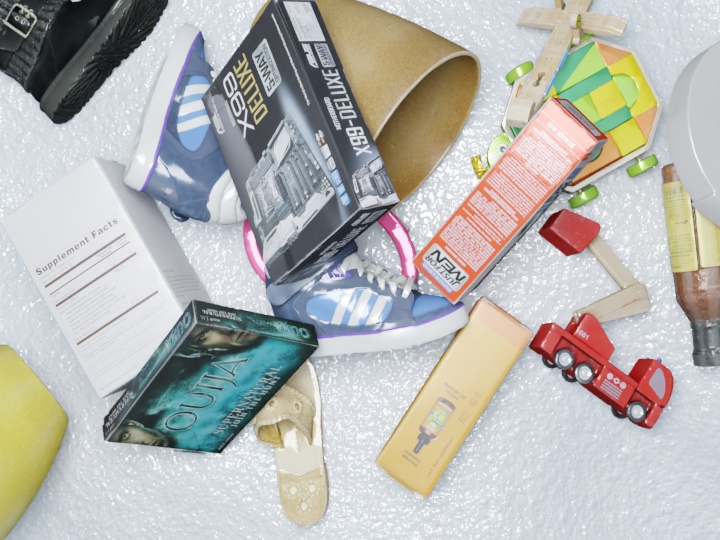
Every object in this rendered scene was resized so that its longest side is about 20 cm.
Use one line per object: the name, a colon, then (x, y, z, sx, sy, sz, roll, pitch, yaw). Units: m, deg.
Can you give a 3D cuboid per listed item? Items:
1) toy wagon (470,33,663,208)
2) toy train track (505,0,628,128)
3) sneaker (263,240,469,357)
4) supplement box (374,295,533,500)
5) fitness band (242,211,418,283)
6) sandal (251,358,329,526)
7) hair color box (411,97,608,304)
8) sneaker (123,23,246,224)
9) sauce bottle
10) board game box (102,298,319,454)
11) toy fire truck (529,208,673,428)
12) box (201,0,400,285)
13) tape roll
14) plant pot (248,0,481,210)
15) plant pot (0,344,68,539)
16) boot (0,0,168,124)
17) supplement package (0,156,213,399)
toy wagon: (0.206, -0.144, 0.963, 0.197, 0.040, 0.157, -28, 88, 3)
toy train track: (0.190, -0.225, 0.923, 0.113, 0.033, 0.202, 14, 62, 30)
sneaker: (0.000, 0.000, 0.922, 0.195, 0.081, 0.150, -8, 96, 12)
supplement box: (0.094, 0.127, 0.958, 0.066, 0.069, 0.202, 34, 90, 4)
fitness band: (-0.030, -0.021, 0.982, 0.199, 0.037, 0.145, 38, 93, 5)
sandal: (-0.076, 0.159, 0.967, 0.076, 0.070, 0.217, -13, 89, 4)
hair color box: (0.145, -0.068, 0.904, 0.064, 0.111, 0.201, 44, 111, 8)
sneaker: (-0.148, -0.141, 0.962, 0.144, 0.080, 0.204, 22, 58, -19)
sauce bottle: (0.341, -0.007, 0.942, 0.064, 0.066, 0.205, -5, 90, 4)
board game box: (-0.147, 0.109, 0.905, 0.200, 0.133, 0.029, -49, 44, 34)
toy fire truck: (0.245, 0.049, 0.952, 0.198, 0.049, 0.142, 35, 84, -2)
box: (-0.060, -0.112, 0.842, 0.049, 0.157, 0.203, -12, 75, -39)
tape roll: (0.390, -0.130, 0.914, 0.198, 0.037, 0.208, 4, 79, -18)
plant pot: (-0.013, -0.186, 0.926, 0.199, 0.186, 0.187, 41, 93, 20)
plant pot: (-0.381, 0.158, 0.945, 0.142, 0.200, 0.200, -42, 87, -22)
boot: (-0.312, -0.279, 0.981, 0.158, 0.079, 0.211, 44, 93, 3)
supplement package: (-0.246, 0.006, 0.954, 0.118, 0.121, 0.202, -31, 87, 6)
